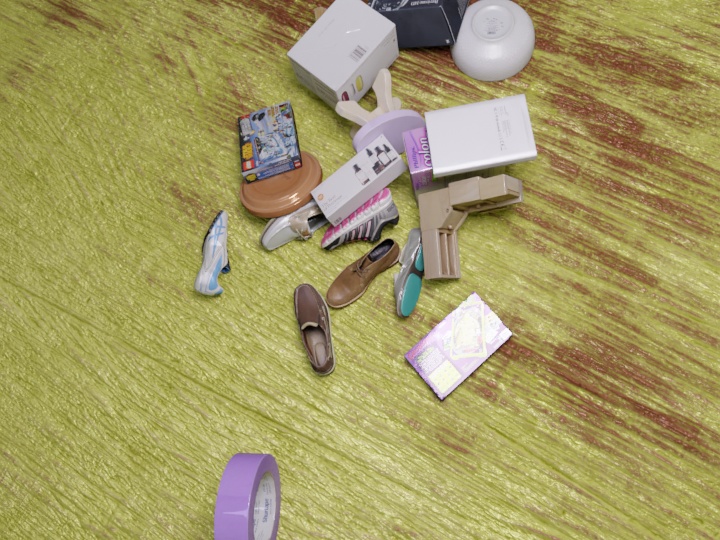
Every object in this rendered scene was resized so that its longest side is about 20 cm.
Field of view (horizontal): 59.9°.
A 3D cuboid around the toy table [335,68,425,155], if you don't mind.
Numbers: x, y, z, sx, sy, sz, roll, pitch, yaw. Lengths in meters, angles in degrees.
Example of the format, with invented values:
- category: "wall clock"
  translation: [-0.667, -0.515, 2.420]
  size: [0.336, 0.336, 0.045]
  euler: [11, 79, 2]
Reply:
- category: "toy table"
  translation: [0.042, -0.332, 1.380]
  size: [0.118, 0.198, 0.184]
  euler: [55, 127, 22]

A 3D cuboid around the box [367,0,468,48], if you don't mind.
- category: "box"
  translation: [0.140, -0.632, 1.440]
  size: [0.197, 0.124, 0.200]
  euler: [8, 70, 30]

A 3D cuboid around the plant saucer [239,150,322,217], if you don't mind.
- category: "plant saucer"
  translation: [-0.182, -0.203, 1.410]
  size: [0.196, 0.033, 0.203]
  euler: [-10, 50, 11]

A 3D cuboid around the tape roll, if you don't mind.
- category: "tape roll"
  translation: [-0.206, 0.448, 1.169]
  size: [0.064, 0.200, 0.205]
  euler: [-2, 73, 10]

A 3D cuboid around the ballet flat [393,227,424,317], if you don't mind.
- category: "ballet flat"
  translation: [0.104, 0.002, 1.331]
  size: [0.063, 0.067, 0.203]
  euler: [9, 72, 41]

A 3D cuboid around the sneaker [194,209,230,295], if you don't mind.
- category: "sneaker"
  translation: [-0.324, -0.039, 1.415]
  size: [0.071, 0.072, 0.204]
  euler: [16, 67, -21]

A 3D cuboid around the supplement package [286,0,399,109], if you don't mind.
- category: "supplement package"
  translation: [-0.035, -0.484, 1.400]
  size: [0.155, 0.111, 0.201]
  euler: [39, 84, 16]

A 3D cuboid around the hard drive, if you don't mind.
- category: "hard drive"
  translation: [0.230, -0.260, 1.211]
  size: [0.196, 0.027, 0.135]
  euler: [-9, 73, 7]

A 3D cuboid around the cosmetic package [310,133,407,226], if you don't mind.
- category: "cosmetic package"
  translation: [-0.005, -0.191, 1.325]
  size: [0.199, 0.051, 0.083]
  euler: [-38, 59, 6]

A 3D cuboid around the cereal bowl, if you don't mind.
- category: "cereal bowl"
  translation: [0.304, -0.545, 1.441]
  size: [0.195, 0.083, 0.205]
  euler: [-3, 72, 8]

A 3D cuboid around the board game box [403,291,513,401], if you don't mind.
- category: "board game box"
  translation: [0.200, 0.154, 1.278]
  size: [0.199, 0.032, 0.120]
  euler: [-41, 75, -4]

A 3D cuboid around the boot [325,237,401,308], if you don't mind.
- category: "boot"
  translation: [0.000, 0.000, 1.335]
  size: [0.199, 0.076, 0.074]
  euler: [-40, 73, -2]

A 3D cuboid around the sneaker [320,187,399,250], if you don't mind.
- category: "sneaker"
  translation: [0.004, -0.090, 1.360]
  size: [0.198, 0.088, 0.074]
  euler: [-34, 26, 18]

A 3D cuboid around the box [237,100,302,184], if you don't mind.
- category: "box"
  translation: [-0.212, -0.299, 1.446]
  size: [0.134, 0.040, 0.203]
  euler: [-16, 52, 5]

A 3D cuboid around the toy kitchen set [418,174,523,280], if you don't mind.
- category: "toy kitchen set"
  translation: [0.249, -0.082, 1.286]
  size: [0.197, 0.162, 0.185]
  euler: [-9, 82, 39]

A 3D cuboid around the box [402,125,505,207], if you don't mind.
- category: "box"
  translation: [0.198, -0.230, 1.315]
  size: [0.196, 0.176, 0.099]
  euler: [-13, 72, 6]

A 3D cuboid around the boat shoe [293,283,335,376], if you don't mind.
- category: "boat shoe"
  translation: [-0.097, 0.115, 1.316]
  size: [0.073, 0.075, 0.206]
  euler: [-21, 71, 3]

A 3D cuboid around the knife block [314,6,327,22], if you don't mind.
- category: "knife block"
  translation: [-0.070, -0.515, 1.506]
  size: [0.198, 0.064, 0.177]
  euler: [34, 81, 17]

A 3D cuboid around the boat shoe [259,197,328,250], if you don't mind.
- category: "boat shoe"
  translation: [-0.133, -0.106, 1.389]
  size: [0.199, 0.075, 0.069]
  euler: [-38, 65, -4]
